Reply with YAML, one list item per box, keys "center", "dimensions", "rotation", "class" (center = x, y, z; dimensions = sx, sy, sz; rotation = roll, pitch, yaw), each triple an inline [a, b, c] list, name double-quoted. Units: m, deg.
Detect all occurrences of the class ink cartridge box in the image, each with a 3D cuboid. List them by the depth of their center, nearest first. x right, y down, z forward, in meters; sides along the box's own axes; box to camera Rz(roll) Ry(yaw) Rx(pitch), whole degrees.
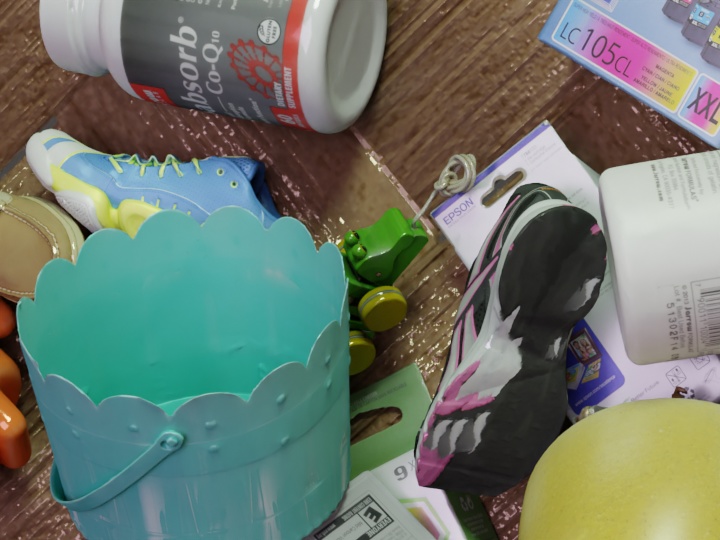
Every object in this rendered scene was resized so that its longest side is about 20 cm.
- center: [0.215, -0.187, 1.313]
  dimensions: [0.136, 0.076, 0.201]
  rotation: [33, 100, 18]
  class: "ink cartridge box"
- center: [0.138, 0.017, 1.362]
  dimensions: [0.099, 0.039, 0.201]
  rotation: [-37, 79, 18]
  class: "ink cartridge box"
- center: [0.025, 0.170, 1.394]
  dimensions: [0.103, 0.059, 0.201]
  rotation: [-28, 80, 19]
  class: "ink cartridge box"

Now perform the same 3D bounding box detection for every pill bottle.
- center: [0.240, -0.017, 1.266]
  dimensions: [0.198, 0.114, 0.115]
  rotation: [-9, 87, 5]
  class: "pill bottle"
- center: [-0.093, -0.157, 1.411]
  dimensions: [0.199, 0.116, 0.117]
  rotation: [11, 94, 22]
  class: "pill bottle"

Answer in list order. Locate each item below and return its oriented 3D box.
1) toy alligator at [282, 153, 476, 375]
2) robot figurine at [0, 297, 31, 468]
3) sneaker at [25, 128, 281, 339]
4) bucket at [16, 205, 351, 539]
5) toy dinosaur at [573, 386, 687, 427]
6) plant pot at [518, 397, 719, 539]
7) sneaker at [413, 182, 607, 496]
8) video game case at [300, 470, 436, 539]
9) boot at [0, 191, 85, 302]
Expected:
- center: [0.000, 0.000, 1.383]
  dimensions: [0.201, 0.054, 0.059]
  rotation: [-56, 42, 30]
  class: "toy alligator"
- center: [-0.306, 0.067, 1.497]
  dimensions: [0.200, 0.116, 0.144]
  rotation: [40, 106, 16]
  class: "robot figurine"
- center: [-0.119, -0.048, 1.453]
  dimensions: [0.200, 0.076, 0.105]
  rotation: [40, 91, 10]
  class: "sneaker"
- center: [-0.098, 0.070, 1.319]
  dimensions: [0.206, 0.207, 0.136]
  rotation: [9, 124, 21]
  class: "bucket"
- center: [0.219, 0.123, 1.315]
  dimensions: [0.200, 0.060, 0.106]
  rotation: [38, 123, -5]
  class: "toy dinosaur"
- center: [0.172, 0.194, 1.251]
  dimensions: [0.198, 0.142, 0.201]
  rotation: [9, 122, 14]
  class: "plant pot"
- center: [0.089, 0.039, 1.325]
  dimensions: [0.080, 0.086, 0.201]
  rotation: [19, 111, -16]
  class: "sneaker"
- center: [-0.001, 0.230, 1.281]
  dimensions: [0.182, 0.200, 0.023]
  rotation: [45, 139, 15]
  class: "video game case"
- center: [-0.286, -0.027, 1.440]
  dimensions: [0.199, 0.155, 0.073]
  rotation: [25, 104, 39]
  class: "boot"
